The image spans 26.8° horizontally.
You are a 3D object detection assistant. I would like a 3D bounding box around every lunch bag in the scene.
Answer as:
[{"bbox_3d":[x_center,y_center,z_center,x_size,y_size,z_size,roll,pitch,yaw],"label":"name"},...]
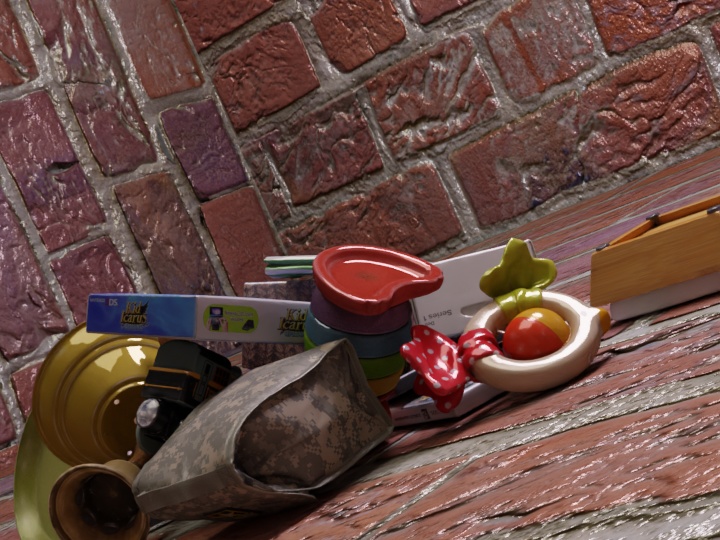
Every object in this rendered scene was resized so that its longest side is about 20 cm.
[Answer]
[{"bbox_3d":[-0.096,0.164,1.389,0.164,0.118,0.200,-22,9,46],"label":"lunch bag"}]

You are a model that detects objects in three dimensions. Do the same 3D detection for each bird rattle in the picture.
[{"bbox_3d":[0.140,0.060,1.416,0.162,0.113,0.200,13,34,37],"label":"bird rattle"}]

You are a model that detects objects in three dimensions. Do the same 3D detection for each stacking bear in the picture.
[{"bbox_3d":[-0.002,0.087,1.477,0.113,0.201,0.121,26,32,37],"label":"stacking bear"}]

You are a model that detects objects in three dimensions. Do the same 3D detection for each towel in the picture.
[{"bbox_3d":[0.000,0.000,1.695,0.152,0.024,0.200,-2,-5,25],"label":"towel"}]

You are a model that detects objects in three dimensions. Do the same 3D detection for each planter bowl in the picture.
[{"bbox_3d":[-0.257,0.152,1.682,0.200,0.201,0.083,-25,29,-16],"label":"planter bowl"}]

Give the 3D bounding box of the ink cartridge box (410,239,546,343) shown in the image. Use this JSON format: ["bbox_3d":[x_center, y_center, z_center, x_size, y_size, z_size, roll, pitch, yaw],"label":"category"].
[{"bbox_3d":[0.130,0.036,1.693,0.145,0.085,0.200,-14,-10,1],"label":"ink cartridge box"}]

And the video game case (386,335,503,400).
[{"bbox_3d":[0.063,0.114,1.639,0.142,0.019,0.200,-26,-4,-22],"label":"video game case"}]

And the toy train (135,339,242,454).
[{"bbox_3d":[-0.143,0.148,1.528,0.085,0.115,0.200,4,-19,40],"label":"toy train"}]

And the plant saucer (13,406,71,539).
[{"bbox_3d":[-0.364,0.243,1.817,0.031,0.201,0.200,10,-18,-33],"label":"plant saucer"}]

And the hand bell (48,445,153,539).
[{"bbox_3d":[-0.234,0.205,1.558,0.104,0.104,0.200,-23,12,19],"label":"hand bell"}]

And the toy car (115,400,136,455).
[{"bbox_3d":[-0.337,0.206,1.905,0.157,0.201,0.164,-25,2,-24],"label":"toy car"}]

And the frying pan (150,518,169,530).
[{"bbox_3d":[-0.219,0.259,1.706,0.114,0.031,0.190,-23,6,15],"label":"frying pan"}]

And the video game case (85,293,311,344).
[{"bbox_3d":[-0.151,0.049,1.545,0.181,0.046,0.199,6,-4,-41],"label":"video game case"}]

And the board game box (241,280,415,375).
[{"bbox_3d":[-0.031,0.075,1.753,0.159,0.097,0.200,-2,-11,14],"label":"board game box"}]

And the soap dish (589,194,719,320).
[{"bbox_3d":[0.346,-0.024,1.563,0.200,0.082,0.157,-20,5,46],"label":"soap dish"}]

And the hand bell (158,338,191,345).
[{"bbox_3d":[-0.168,0.136,1.650,0.104,0.201,0.104,-29,0,0],"label":"hand bell"}]

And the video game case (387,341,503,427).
[{"bbox_3d":[0.126,0.109,1.561,0.199,0.023,0.182,-25,2,-29],"label":"video game case"}]
